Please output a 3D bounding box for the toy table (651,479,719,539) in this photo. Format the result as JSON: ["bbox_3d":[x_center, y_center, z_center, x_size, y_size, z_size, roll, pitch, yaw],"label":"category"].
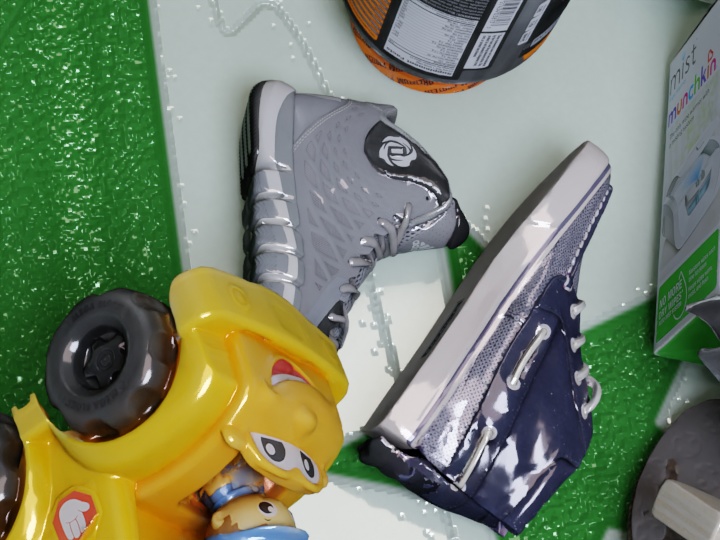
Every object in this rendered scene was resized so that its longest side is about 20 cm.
[{"bbox_3d":[0.217,0.138,0.700,0.116,0.184,0.201,20,84,-25],"label":"toy table"}]

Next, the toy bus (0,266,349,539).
[{"bbox_3d":[-0.082,0.127,0.663,0.200,0.136,0.193,-38,52,14],"label":"toy bus"}]

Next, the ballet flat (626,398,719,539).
[{"bbox_3d":[0.159,0.158,0.807,0.067,0.046,0.201,8,63,18],"label":"ballet flat"}]

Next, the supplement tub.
[{"bbox_3d":[0.056,-0.171,0.810,0.121,0.200,0.124,3,72,-9],"label":"supplement tub"}]

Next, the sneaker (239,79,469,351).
[{"bbox_3d":[0.000,0.000,0.813,0.114,0.075,0.202,2,71,-11],"label":"sneaker"}]

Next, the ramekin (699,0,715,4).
[{"bbox_3d":[0.242,-0.212,0.862,0.198,0.200,0.099,-6,80,-12],"label":"ramekin"}]

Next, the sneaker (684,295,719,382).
[{"bbox_3d":[0.228,0.077,0.795,0.103,0.200,0.060,-13,48,15],"label":"sneaker"}]

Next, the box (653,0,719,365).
[{"bbox_3d":[0.262,-0.032,0.849,0.198,0.097,0.178,12,67,-7],"label":"box"}]

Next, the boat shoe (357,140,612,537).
[{"bbox_3d":[0.088,0.038,0.822,0.093,0.075,0.201,37,77,-3],"label":"boat shoe"}]
